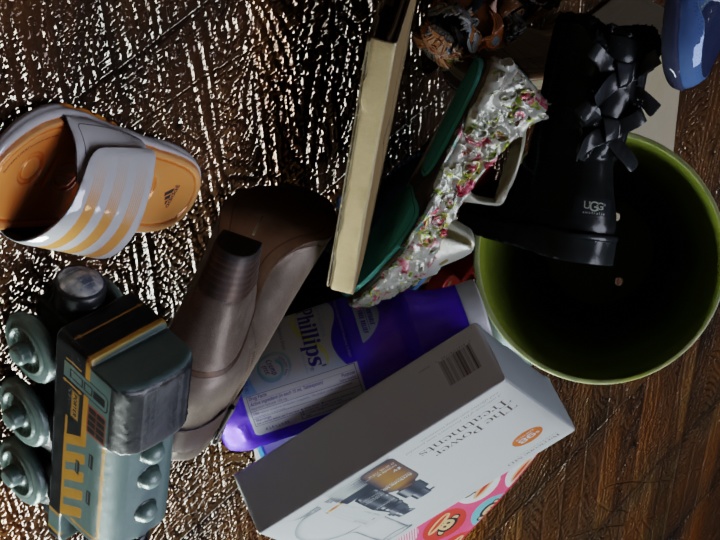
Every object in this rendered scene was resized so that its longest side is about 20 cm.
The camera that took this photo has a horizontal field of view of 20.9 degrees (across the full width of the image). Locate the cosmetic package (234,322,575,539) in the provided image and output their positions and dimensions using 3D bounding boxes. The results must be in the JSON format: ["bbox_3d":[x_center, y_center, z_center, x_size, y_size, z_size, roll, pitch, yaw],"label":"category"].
[{"bbox_3d":[0.034,0.126,1.345,0.199,0.052,0.151,-33,154,12],"label":"cosmetic package"}]

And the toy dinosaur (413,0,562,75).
[{"bbox_3d":[0.090,-0.196,1.327,0.136,0.102,0.200,-51,-163,26],"label":"toy dinosaur"}]

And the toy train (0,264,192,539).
[{"bbox_3d":[-0.160,0.093,1.181,0.085,0.114,0.201,-26,142,-37],"label":"toy train"}]

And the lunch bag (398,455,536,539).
[{"bbox_3d":[0.065,0.175,1.650,0.176,0.082,0.200,15,122,-49],"label":"lunch bag"}]

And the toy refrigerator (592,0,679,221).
[{"bbox_3d":[0.214,-0.131,1.617,0.076,0.070,0.201,-39,148,-23],"label":"toy refrigerator"}]

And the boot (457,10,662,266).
[{"bbox_3d":[0.135,-0.094,1.339,0.073,0.198,0.164,8,94,-20],"label":"boot"}]

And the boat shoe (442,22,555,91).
[{"bbox_3d":[0.123,-0.140,1.448,0.200,0.072,0.072,-17,142,-51],"label":"boat shoe"}]

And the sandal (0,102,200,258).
[{"bbox_3d":[-0.139,-0.045,1.120,0.206,0.059,0.079,2,120,-60],"label":"sandal"}]

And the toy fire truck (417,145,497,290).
[{"bbox_3d":[0.039,0.005,1.497,0.200,0.049,0.141,-53,154,-2],"label":"toy fire truck"}]

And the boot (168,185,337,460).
[{"bbox_3d":[-0.081,0.034,1.265,0.200,0.070,0.147,-36,147,-65],"label":"boot"}]

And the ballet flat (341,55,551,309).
[{"bbox_3d":[0.060,-0.047,1.289,0.201,0.064,0.076,-58,-165,20],"label":"ballet flat"}]

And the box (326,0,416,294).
[{"bbox_3d":[0.013,-0.111,1.256,0.164,0.021,0.201,-75,176,-49],"label":"box"}]

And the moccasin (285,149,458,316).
[{"bbox_3d":[0.000,0.000,1.392,0.201,0.080,0.068,-57,147,4],"label":"moccasin"}]

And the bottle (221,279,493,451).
[{"bbox_3d":[-0.009,0.059,1.339,0.199,0.084,0.066,-18,131,0],"label":"bottle"}]

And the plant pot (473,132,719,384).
[{"bbox_3d":[0.186,-0.015,1.529,0.188,0.187,0.200,-58,176,6],"label":"plant pot"}]

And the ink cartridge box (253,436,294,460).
[{"bbox_3d":[-0.019,0.136,1.468,0.115,0.067,0.200,-22,159,-9],"label":"ink cartridge box"}]

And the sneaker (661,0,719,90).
[{"bbox_3d":[0.255,-0.203,1.258,0.201,0.082,0.074,-63,160,-11],"label":"sneaker"}]

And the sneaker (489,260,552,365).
[{"bbox_3d":[0.155,0.051,1.719,0.200,0.074,0.119,21,97,-54],"label":"sneaker"}]
